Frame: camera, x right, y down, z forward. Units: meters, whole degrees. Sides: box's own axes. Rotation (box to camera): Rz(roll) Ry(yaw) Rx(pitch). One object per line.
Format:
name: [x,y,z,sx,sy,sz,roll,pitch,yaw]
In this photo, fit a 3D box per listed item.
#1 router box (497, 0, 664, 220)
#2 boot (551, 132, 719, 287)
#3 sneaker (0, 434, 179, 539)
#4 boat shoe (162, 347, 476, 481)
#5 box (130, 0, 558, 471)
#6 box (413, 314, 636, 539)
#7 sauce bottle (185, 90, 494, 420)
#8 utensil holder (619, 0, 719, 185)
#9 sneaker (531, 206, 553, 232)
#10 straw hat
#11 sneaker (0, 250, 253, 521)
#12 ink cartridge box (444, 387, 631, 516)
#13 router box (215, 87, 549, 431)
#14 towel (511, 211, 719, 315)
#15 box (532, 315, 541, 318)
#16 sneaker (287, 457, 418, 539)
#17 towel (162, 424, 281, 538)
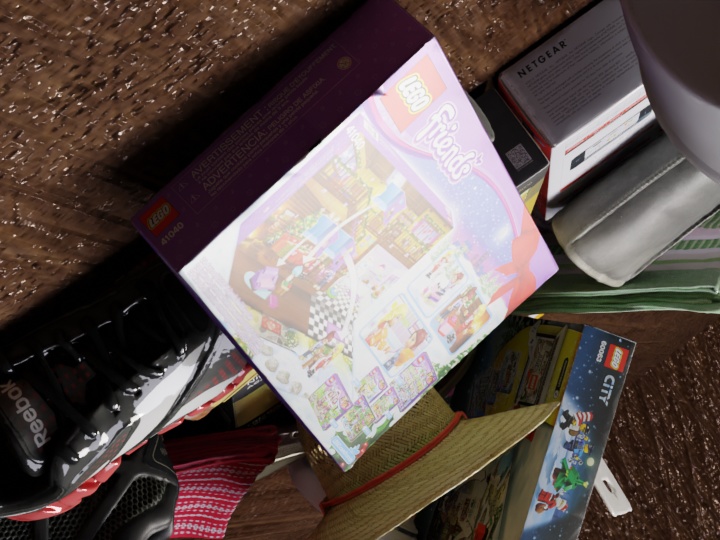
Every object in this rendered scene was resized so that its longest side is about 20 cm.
router box: [0.166,-0.119,1.271,0.199,0.049,0.180,-36,170,-4]
boot: [0.218,-0.067,1.336,0.200,0.073,0.181,-47,153,20]
sneaker: [-0.174,0.149,1.177,0.199,0.115,0.076,-31,167,-16]
boat shoe: [-0.025,0.065,1.394,0.199,0.072,0.072,-22,153,-4]
box: [0.000,-0.010,0.999,0.137,0.039,0.200,-42,147,-5]
box: [0.084,0.126,1.373,0.136,0.037,0.201,7,-101,67]
sauce bottle: [-0.025,-0.013,1.084,0.200,0.066,0.066,-40,169,16]
utensil holder: [0.197,-0.125,1.044,0.170,0.170,0.200,-37,167,6]
sneaker: [0.181,-0.082,1.457,0.199,0.073,0.114,-22,170,-28]
straw hat: [0.009,0.088,1.273,0.200,0.085,0.201,-34,178,-1]
sneaker: [-0.112,0.046,1.034,0.200,0.071,0.098,-38,172,18]
ink cartridge box: [0.087,0.089,1.506,0.067,0.201,0.116,-38,169,8]
router box: [0.000,0.000,1.243,0.199,0.052,0.157,-35,170,-8]
towel: [0.155,-0.008,1.443,0.151,0.024,0.200,-1,-164,12]
box: [0.157,-0.027,1.678,0.119,0.042,0.200,-35,167,-5]
sneaker: [-0.005,0.104,1.457,0.073,0.200,0.071,32,101,-32]
towel: [-0.129,0.131,1.333,0.144,0.023,0.200,-7,162,-15]
